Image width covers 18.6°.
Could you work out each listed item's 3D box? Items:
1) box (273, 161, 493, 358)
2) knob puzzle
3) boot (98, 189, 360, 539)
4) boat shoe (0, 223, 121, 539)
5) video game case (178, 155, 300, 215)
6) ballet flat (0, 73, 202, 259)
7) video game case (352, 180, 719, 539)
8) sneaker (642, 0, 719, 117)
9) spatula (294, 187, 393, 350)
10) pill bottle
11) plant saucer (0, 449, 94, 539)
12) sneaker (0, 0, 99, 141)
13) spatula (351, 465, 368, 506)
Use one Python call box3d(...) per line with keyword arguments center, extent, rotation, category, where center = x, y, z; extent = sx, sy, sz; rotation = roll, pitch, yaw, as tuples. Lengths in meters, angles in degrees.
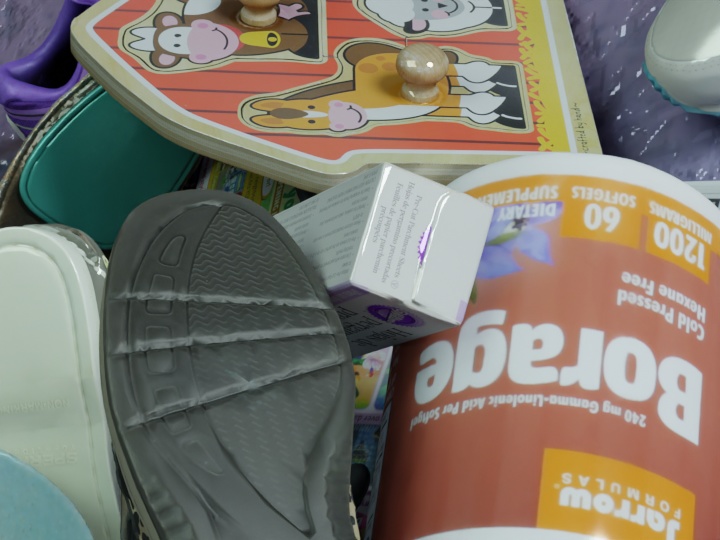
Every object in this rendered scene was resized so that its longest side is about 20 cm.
box3d(center=(-0.023, 0.008, 0.718), extent=(0.200, 0.039, 0.042), rotation=(-23, 49, 63), category="box")
box3d(center=(-0.014, -0.096, 0.861), extent=(0.218, 0.031, 0.220), rotation=(3, 36, -2), category="knob puzzle")
box3d(center=(-0.044, 0.094, 0.645), extent=(0.151, 0.073, 0.201), rotation=(116, 141, -54), category="boot")
box3d(center=(-0.109, 0.083, 0.807), extent=(0.072, 0.060, 0.203), rotation=(-1, 95, 14), category="boat shoe")
box3d(center=(-0.074, 0.007, 0.898), extent=(0.182, 0.022, 0.201), rotation=(-26, 39, 36), category="video game case")
box3d(center=(-0.134, -0.018, 0.921), extent=(0.200, 0.068, 0.067), rotation=(-52, 23, -5), category="ballet flat")
box3d(center=(0.038, 0.049, 0.795), extent=(0.199, 0.024, 0.183), rotation=(0, 57, 35), category="video game case")
box3d(center=(0.175, -0.138, 0.790), extent=(0.200, 0.081, 0.077), rotation=(-41, 40, 14), category="sneaker")
box3d(center=(0.000, 0.000, 0.792), extent=(0.020, 0.057, 0.200), rotation=(-31, 48, 5), category="spatula")
box3d(center=(0.058, 0.073, 0.662), extent=(0.112, 0.112, 0.201), rotation=(-18, 48, 34), category="pill bottle")
box3d(center=(-0.176, 0.140, 0.730), extent=(0.200, 0.039, 0.202), rotation=(-7, 44, 7), category="plant saucer")
box3d(center=(-0.092, -0.127, 1.046), extent=(0.200, 0.083, 0.081), rotation=(-41, 39, 11), category="sneaker")
box3d(center=(-0.055, 0.145, 0.735), extent=(0.200, 0.021, 0.056), rotation=(-56, 17, -18), category="spatula")
